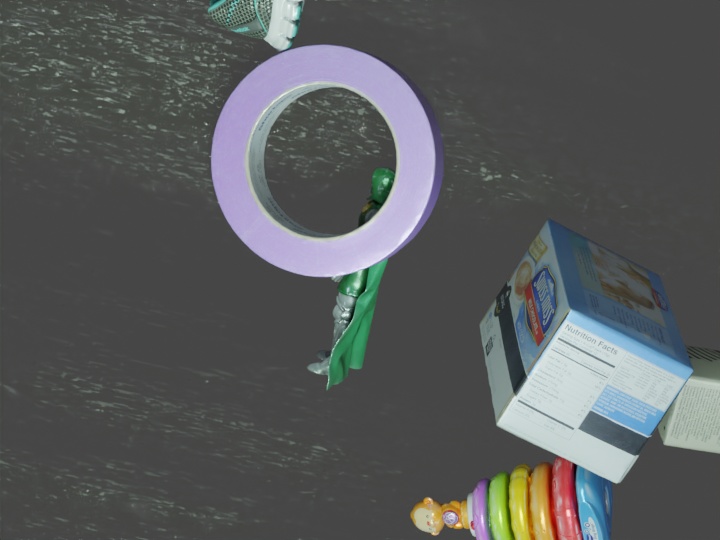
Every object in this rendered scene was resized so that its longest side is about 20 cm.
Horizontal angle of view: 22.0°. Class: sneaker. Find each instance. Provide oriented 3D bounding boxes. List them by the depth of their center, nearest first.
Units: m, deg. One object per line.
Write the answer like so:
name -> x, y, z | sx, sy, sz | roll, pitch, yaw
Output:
sneaker -> -0.084, -0.287, 1.575 | 0.091, 0.078, 0.201 | 11, 113, -2

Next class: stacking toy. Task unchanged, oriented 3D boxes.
stacking toy -> 0.145, 0.235, 1.819 | 0.198, 0.110, 0.117 | -6, 119, 14

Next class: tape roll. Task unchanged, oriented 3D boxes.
tape roll -> -0.028, -0.096, 1.627 | 0.199, 0.066, 0.202 | 1, 93, 10

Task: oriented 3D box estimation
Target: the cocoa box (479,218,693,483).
cocoa box -> 0.201, 0.068, 1.674 | 0.133, 0.200, 0.132 | 26, 112, -12

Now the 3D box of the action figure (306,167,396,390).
action figure -> 0.000, 0.000, 1.705 | 0.054, 0.118, 0.201 | 18, 106, 4

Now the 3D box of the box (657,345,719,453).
box -> 0.390, 0.133, 1.781 | 0.198, 0.068, 0.083 | 10, 115, -6
